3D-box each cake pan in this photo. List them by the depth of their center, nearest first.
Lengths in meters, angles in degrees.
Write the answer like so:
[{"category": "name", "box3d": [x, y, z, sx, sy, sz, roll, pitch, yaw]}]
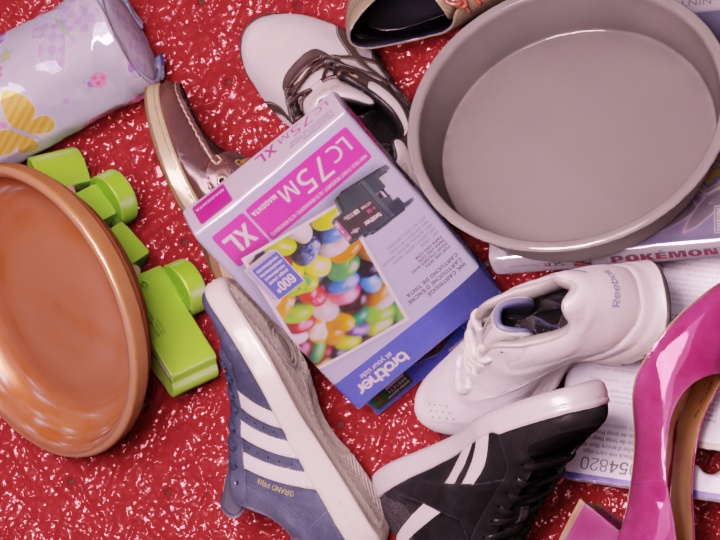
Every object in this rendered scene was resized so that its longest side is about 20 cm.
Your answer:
[{"category": "cake pan", "box3d": [0.129, -0.088, 1.417, 0.200, 0.037, 0.200, -9, 56, 13]}]

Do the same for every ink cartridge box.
[{"category": "ink cartridge box", "box3d": [0.228, 0.044, 1.416, 0.199, 0.041, 0.200, 8, 81, 21]}, {"category": "ink cartridge box", "box3d": [0.000, 0.000, 1.427, 0.119, 0.200, 0.042, -39, 31, 5]}]

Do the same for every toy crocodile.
[{"category": "toy crocodile", "box3d": [-0.161, -0.001, 1.538, 0.067, 0.062, 0.200, -29, 73, -29]}]

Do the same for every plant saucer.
[{"category": "plant saucer", "box3d": [-0.201, 0.023, 1.504, 0.200, 0.037, 0.200, 22, 124, 37]}]

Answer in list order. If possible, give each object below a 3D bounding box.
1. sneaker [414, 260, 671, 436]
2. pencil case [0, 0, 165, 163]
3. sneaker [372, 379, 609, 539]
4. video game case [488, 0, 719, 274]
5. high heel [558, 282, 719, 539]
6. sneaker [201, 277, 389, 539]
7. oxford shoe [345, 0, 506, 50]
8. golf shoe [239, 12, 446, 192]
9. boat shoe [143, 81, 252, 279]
[{"category": "sneaker", "box3d": [0.093, 0.042, 1.407, 0.200, 0.087, 0.075, -37, 54, 41]}, {"category": "pencil case", "box3d": [-0.235, -0.120, 1.572, 0.200, 0.083, 0.091, -28, 40, 9]}, {"category": "sneaker", "box3d": [0.094, 0.143, 1.390, 0.200, 0.073, 0.112, -32, 73, 49]}, {"category": "video game case", "box3d": [0.174, -0.093, 1.442, 0.182, 0.023, 0.200, -5, 58, 16]}, {"category": "high heel", "box3d": [0.194, 0.109, 1.351, 0.096, 0.067, 0.200, 32, 96, 32]}, {"category": "sneaker", "box3d": [-0.063, 0.104, 1.452, 0.084, 0.075, 0.200, -27, 92, 15]}, {"category": "oxford shoe", "box3d": [0.079, -0.186, 1.476, 0.200, 0.070, 0.075, -23, 29, 28]}, {"category": "golf shoe", "box3d": [-0.016, -0.114, 1.494, 0.200, 0.094, 0.078, 41, 93, 29]}, {"category": "boat shoe", "box3d": [-0.076, -0.042, 1.518, 0.072, 0.072, 0.200, -27, 76, 2]}]
